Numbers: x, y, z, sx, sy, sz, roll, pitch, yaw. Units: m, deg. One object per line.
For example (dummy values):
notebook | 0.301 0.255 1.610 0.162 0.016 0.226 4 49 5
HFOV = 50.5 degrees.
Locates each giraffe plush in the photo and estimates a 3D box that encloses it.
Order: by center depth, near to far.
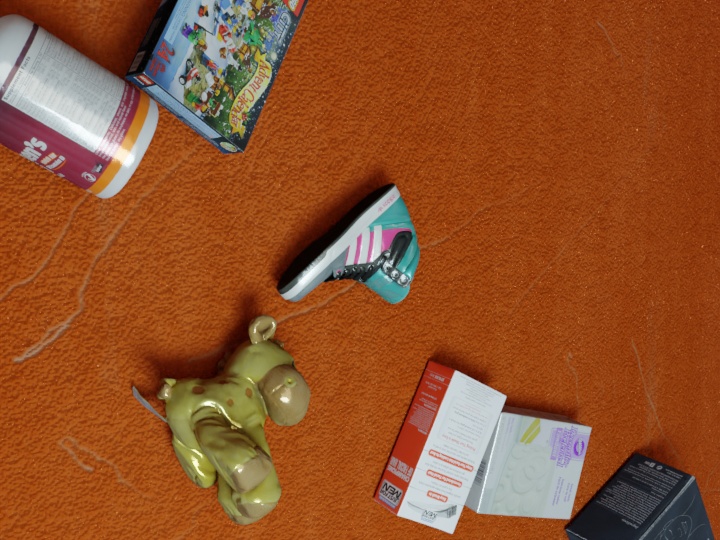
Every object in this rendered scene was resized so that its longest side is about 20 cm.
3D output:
giraffe plush | -0.126 0.150 0.847 0.200 0.173 0.162 46 58 8

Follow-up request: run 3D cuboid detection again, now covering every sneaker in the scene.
sneaker | 0.000 0.000 0.927 0.200 0.083 0.122 -42 107 -21

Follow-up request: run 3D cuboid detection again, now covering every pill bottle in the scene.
pill bottle | -0.296 -0.160 0.699 0.198 0.109 0.111 30 81 -31

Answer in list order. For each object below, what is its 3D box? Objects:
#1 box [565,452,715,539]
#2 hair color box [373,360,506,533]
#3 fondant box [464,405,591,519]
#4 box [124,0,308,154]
box | 0.469 0.454 1.258 0.196 0.123 0.202 -37 115 -23
hair color box | 0.109 0.240 1.039 0.110 0.064 0.203 28 81 -33
fondant box | 0.244 0.284 1.132 0.197 0.058 0.147 14 89 -34
box | -0.141 -0.244 0.789 0.136 0.037 0.203 35 68 -42
